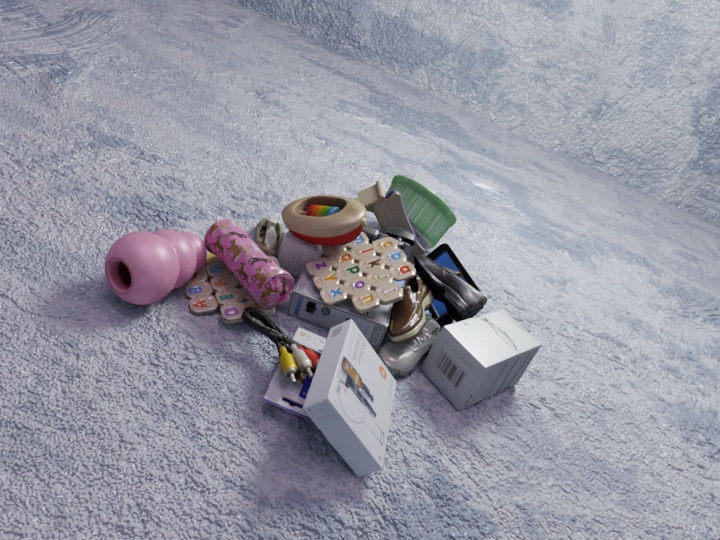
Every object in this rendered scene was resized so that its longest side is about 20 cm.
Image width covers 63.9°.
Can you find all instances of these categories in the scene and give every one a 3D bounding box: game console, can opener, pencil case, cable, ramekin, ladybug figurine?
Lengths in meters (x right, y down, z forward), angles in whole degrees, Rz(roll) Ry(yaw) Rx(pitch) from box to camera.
[{"bbox_3d":[0.137,0.029,1.283,0.173,0.117,0.201,6,35,-26],"label":"game console"},{"bbox_3d":[0.022,-0.079,1.267,0.197,0.053,0.067,21,47,-3],"label":"can opener"},{"bbox_3d":[-0.210,-0.014,1.075,0.086,0.084,0.200,-5,38,-49],"label":"pencil case"},{"bbox_3d":[-0.123,0.117,0.976,0.096,0.051,0.200,-6,42,-41],"label":"cable"},{"bbox_3d":[0.139,-0.144,1.484,0.199,0.098,0.200,36,-6,4],"label":"ramekin"},{"bbox_3d":[-0.071,-0.099,1.174,0.198,0.073,0.136,13,39,34],"label":"ladybug figurine"}]

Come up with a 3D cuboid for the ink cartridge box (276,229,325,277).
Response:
[{"bbox_3d":[-0.070,-0.035,1.273,0.198,0.085,0.147,24,31,-1],"label":"ink cartridge box"}]

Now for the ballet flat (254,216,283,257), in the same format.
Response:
[{"bbox_3d":[-0.199,-0.077,1.271,0.068,0.070,0.201,15,32,-13],"label":"ballet flat"}]

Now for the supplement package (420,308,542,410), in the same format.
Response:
[{"bbox_3d":[0.239,0.170,1.134,0.198,0.118,0.117,-10,43,-43],"label":"supplement package"}]

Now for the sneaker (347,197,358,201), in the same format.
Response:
[{"bbox_3d":[-0.049,-0.120,1.361,0.089,0.076,0.200,0,-11,-1],"label":"sneaker"}]

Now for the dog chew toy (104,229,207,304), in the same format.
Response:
[{"bbox_3d":[-0.352,-0.016,1.030,0.124,0.126,0.200,32,26,15],"label":"dog chew toy"}]

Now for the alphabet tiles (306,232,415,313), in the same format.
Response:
[{"bbox_3d":[0.000,0.000,1.139,0.193,0.015,0.201,-19,47,-15],"label":"alphabet tiles"}]

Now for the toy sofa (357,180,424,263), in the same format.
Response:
[{"bbox_3d":[0.075,-0.109,1.367,0.096,0.201,0.083,-23,32,10],"label":"toy sofa"}]

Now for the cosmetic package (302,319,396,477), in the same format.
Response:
[{"bbox_3d":[-0.009,0.197,0.922,0.152,0.051,0.201,57,24,-21],"label":"cosmetic package"}]

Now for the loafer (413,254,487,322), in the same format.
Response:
[{"bbox_3d":[0.183,0.028,1.203,0.072,0.073,0.201,-30,52,-11],"label":"loafer"}]

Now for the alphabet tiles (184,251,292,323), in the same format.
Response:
[{"bbox_3d":[-0.237,0.022,1.104,0.193,0.015,0.201,-10,44,-23],"label":"alphabet tiles"}]

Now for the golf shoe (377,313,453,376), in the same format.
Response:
[{"bbox_3d":[0.110,0.134,1.126,0.078,0.098,0.199,41,37,24],"label":"golf shoe"}]

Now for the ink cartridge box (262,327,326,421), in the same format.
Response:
[{"bbox_3d":[-0.094,0.180,0.980,0.094,0.037,0.201,22,29,0],"label":"ink cartridge box"}]

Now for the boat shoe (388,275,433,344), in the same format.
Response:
[{"bbox_3d":[0.088,0.069,1.135,0.076,0.074,0.203,63,23,-13],"label":"boat shoe"}]

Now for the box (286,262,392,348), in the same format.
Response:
[{"bbox_3d":[-0.037,0.068,1.156,0.197,0.061,0.117,19,31,-2],"label":"box"}]
